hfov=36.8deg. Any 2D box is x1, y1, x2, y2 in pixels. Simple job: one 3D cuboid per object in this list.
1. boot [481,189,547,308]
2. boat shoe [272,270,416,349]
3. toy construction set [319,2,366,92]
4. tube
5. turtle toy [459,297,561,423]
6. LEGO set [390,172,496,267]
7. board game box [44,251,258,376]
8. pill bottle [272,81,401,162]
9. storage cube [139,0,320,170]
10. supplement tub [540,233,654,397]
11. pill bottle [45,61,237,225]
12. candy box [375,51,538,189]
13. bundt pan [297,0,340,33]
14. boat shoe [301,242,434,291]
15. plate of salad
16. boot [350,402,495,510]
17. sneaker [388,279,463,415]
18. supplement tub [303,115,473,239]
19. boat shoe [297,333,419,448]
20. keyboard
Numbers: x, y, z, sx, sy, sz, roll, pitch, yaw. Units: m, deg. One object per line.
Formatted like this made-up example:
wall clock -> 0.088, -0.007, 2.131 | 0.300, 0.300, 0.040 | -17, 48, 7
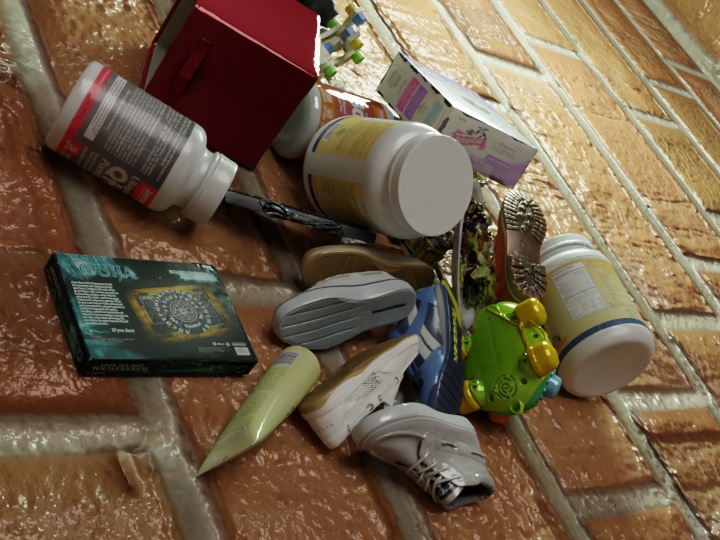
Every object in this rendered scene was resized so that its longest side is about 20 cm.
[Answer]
boot -> 0.210, -0.021, 1.544 | 0.074, 0.107, 0.202 | 20, 52, -16
boat shoe -> -0.028, 0.042, 1.273 | 0.198, 0.074, 0.067 | -5, 30, -38
toy construction set -> -0.053, -0.291, 1.574 | 0.131, 0.201, 0.092 | -38, 72, -20
tube -> -0.096, 0.141, 1.084 | 0.051, 0.059, 0.200 | 18, 25, 11
turtle toy -> 0.188, 0.109, 1.371 | 0.101, 0.145, 0.201 | 46, 25, -34
LEGO set -> 0.132, -0.090, 1.556 | 0.199, 0.116, 0.155 | 0, 49, -46
board game box -> -0.212, 0.046, 1.107 | 0.198, 0.028, 0.136 | 6, 46, -42
pill bottle -> -0.021, -0.195, 1.526 | 0.198, 0.112, 0.113 | 10, 42, -38
storage cube -> -0.169, -0.277, 1.415 | 0.178, 0.171, 0.201 | 27, 34, -21
supplement tub -> 0.315, 0.062, 1.540 | 0.143, 0.145, 0.201 | 14, 40, -36
pill bottle -> -0.243, -0.137, 1.221 | 0.199, 0.111, 0.111 | 31, 33, -14
candy box -> 0.135, -0.215, 1.549 | 0.166, 0.072, 0.200 | 21, 21, -33
bundt pan -> -0.135, -0.424, 1.721 | 0.200, 0.076, 0.203 | 27, 35, -21
boat shoe -> 0.000, 0.000, 1.363 | 0.198, 0.074, 0.069 | 9, 20, -39
plate of salad -> 0.156, -0.021, 1.435 | 0.047, 0.202, 0.200 | 4, 28, 16
boot -> 0.077, 0.205, 1.169 | 0.199, 0.074, 0.096 | 13, 41, -47
sneaker -> 0.078, 0.107, 1.307 | 0.074, 0.081, 0.202 | 61, 25, -46
supplement tub -> 0.034, -0.120, 1.385 | 0.144, 0.147, 0.199 | 11, 4, -38
boat shoe -> 0.008, 0.134, 1.203 | 0.199, 0.070, 0.070 | -32, 98, -47
keyboard -> -0.073, -0.067, 1.316 | 0.198, 0.021, 0.127 | 15, 5, -19
